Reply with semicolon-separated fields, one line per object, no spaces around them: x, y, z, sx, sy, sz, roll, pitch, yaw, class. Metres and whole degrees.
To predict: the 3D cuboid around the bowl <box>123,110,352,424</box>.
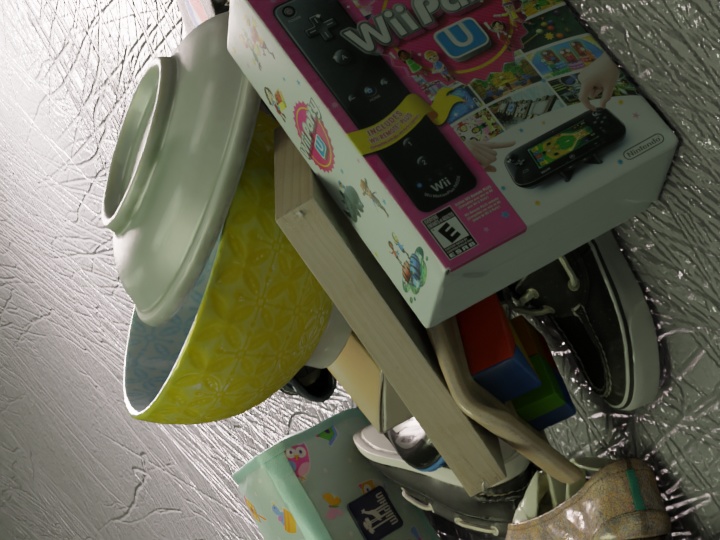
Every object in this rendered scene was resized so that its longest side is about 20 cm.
-0.060;0.006;1.208;0.200;0.107;0.201;-163;90;-74;bowl

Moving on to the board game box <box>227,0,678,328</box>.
0.043;-0.091;1.036;0.200;0.147;0.064;54;159;23;board game box

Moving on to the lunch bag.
-0.011;0.197;1.512;0.171;0.122;0.200;61;-177;6;lunch bag

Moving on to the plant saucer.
-0.113;-0.069;1.180;0.200;0.050;0.201;-163;90;-74;plant saucer

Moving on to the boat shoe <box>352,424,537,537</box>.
0.061;0.141;1.401;0.200;0.074;0.060;7;119;58;boat shoe

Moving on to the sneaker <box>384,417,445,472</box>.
0.013;0.067;1.365;0.083;0.071;0.200;27;-163;-39;sneaker

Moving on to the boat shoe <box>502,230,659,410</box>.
0.104;-0.007;1.113;0.071;0.064;0.200;2;117;67;boat shoe

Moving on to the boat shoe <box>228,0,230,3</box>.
-0.083;-0.214;1.243;0.070;0.071;0.200;5;150;16;boat shoe

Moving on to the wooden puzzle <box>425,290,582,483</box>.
0.068;0.018;1.156;0.200;0.046;0.185;64;-169;24;wooden puzzle

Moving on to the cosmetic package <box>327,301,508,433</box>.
0.000;0.000;1.323;0.200;0.105;0.071;48;155;32;cosmetic package

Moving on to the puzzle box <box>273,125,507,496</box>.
0.015;0.017;1.108;0.200;0.025;0.133;56;-169;-22;puzzle box

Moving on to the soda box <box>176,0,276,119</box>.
-0.076;-0.157;1.371;0.071;0.063;0.200;34;146;52;soda box

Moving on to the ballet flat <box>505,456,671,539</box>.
0.137;0.153;1.255;0.200;0.068;0.067;145;117;-65;ballet flat

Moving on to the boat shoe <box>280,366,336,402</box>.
-0.061;0.028;1.550;0.066;0.074;0.200;39;150;44;boat shoe
